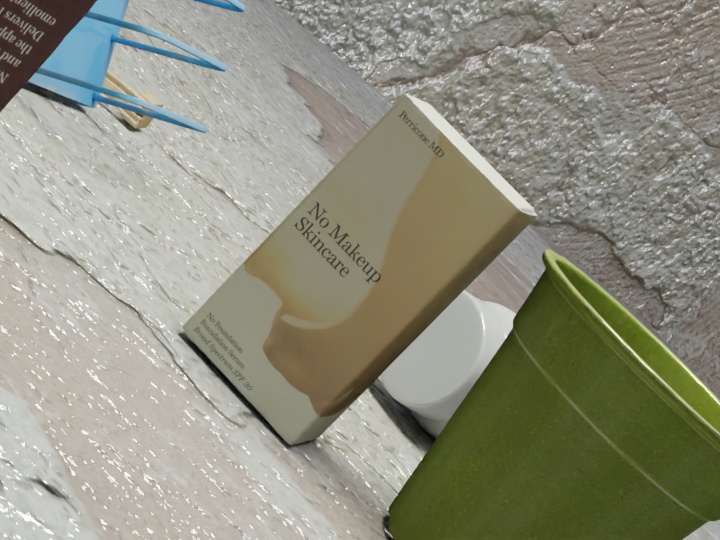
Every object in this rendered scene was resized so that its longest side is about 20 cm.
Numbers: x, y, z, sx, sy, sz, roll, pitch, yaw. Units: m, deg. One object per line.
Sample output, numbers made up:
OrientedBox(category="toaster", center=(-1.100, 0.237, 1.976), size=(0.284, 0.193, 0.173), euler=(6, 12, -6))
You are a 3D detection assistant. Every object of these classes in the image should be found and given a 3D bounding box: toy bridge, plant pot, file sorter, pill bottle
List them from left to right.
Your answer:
OrientedBox(category="toy bridge", center=(-0.243, -0.189, 1.477), size=(0.200, 0.027, 0.067), euler=(44, 10, 3))
OrientedBox(category="file sorter", center=(-0.152, -0.212, 1.326), size=(0.122, 0.201, 0.139), euler=(17, 0, 20))
OrientedBox(category="pill bottle", center=(0.106, 0.092, 1.442), size=(0.200, 0.114, 0.114), euler=(33, 14, -47))
OrientedBox(category="plant pot", center=(0.119, 0.123, 1.126), size=(0.200, 0.190, 0.200), euler=(43, 9, -8))

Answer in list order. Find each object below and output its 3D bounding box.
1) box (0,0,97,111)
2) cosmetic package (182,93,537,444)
OrientedBox(category="box", center=(-0.235, -0.156, 0.824), size=(0.166, 0.200, 0.164), euler=(33, 14, -51))
OrientedBox(category="cosmetic package", center=(0.000, 0.000, 1.130), size=(0.105, 0.200, 0.071), euler=(44, 9, 10))
